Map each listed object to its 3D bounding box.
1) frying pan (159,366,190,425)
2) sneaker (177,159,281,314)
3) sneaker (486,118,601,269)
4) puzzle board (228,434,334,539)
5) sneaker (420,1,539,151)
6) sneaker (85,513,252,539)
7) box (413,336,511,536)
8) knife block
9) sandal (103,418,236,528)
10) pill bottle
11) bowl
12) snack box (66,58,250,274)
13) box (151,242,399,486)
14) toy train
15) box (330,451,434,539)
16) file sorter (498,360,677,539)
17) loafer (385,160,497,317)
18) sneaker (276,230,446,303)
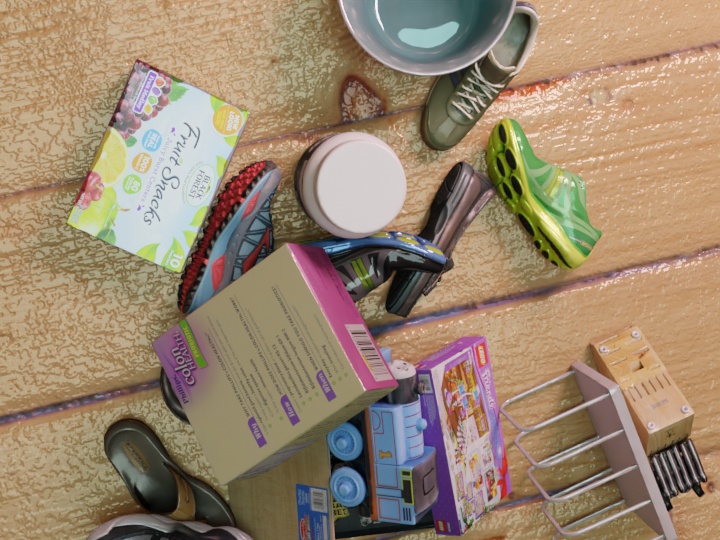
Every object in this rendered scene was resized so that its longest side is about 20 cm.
[{"bbox_3d":[-0.147,0.116,1.238,0.188,0.031,0.116,-14,76,8],"label":"frying pan"},{"bbox_3d":[-0.135,-0.030,1.239,0.095,0.079,0.201,26,95,-29],"label":"sneaker"},{"bbox_3d":[0.220,-0.098,1.281,0.083,0.074,0.201,-37,103,-21],"label":"sneaker"},{"bbox_3d":[-0.095,0.229,1.250,0.149,0.017,0.202,1,99,32],"label":"puzzle board"},{"bbox_3d":[0.140,-0.229,1.237,0.067,0.090,0.201,34,91,-11],"label":"sneaker"},{"bbox_3d":[-0.215,0.343,1.202,0.198,0.114,0.076,8,122,-11],"label":"sneaker"},{"bbox_3d":[0.120,0.193,1.265,0.039,0.136,0.202,-5,99,36],"label":"box"},{"bbox_3d":[0.361,0.194,1.341,0.063,0.176,0.201,-22,54,-6],"label":"knife block"},{"bbox_3d":[-0.227,0.260,1.255,0.081,0.055,0.201,-36,101,0],"label":"sandal"},{"bbox_3d":[-0.012,-0.095,1.174,0.112,0.200,0.115,-1,97,-9],"label":"pill bottle"},{"bbox_3d":[0.073,-0.310,1.200,0.198,0.105,0.203,0,89,1],"label":"bowl"},{"bbox_3d":[-0.229,-0.117,1.214,0.141,0.053,0.202,23,93,-12],"label":"snack box"},{"bbox_3d":[-0.092,0.101,1.140,0.199,0.097,0.177,-35,75,18],"label":"box"},{"bbox_3d":[0.025,0.185,1.197,0.113,0.087,0.202,0,101,26],"label":"toy train"},{"bbox_3d":[0.004,0.238,1.292,0.198,0.046,0.161,-4,97,-7],"label":"box"},{"bbox_3d":[0.268,0.237,1.285,0.123,0.139,0.202,-24,99,-3],"label":"file sorter"},{"bbox_3d":[0.099,-0.029,1.266,0.062,0.072,0.201,27,90,-16],"label":"loafer"},{"bbox_3d":[0.000,0.000,1.212,0.197,0.071,0.084,-7,99,5],"label":"sneaker"}]
